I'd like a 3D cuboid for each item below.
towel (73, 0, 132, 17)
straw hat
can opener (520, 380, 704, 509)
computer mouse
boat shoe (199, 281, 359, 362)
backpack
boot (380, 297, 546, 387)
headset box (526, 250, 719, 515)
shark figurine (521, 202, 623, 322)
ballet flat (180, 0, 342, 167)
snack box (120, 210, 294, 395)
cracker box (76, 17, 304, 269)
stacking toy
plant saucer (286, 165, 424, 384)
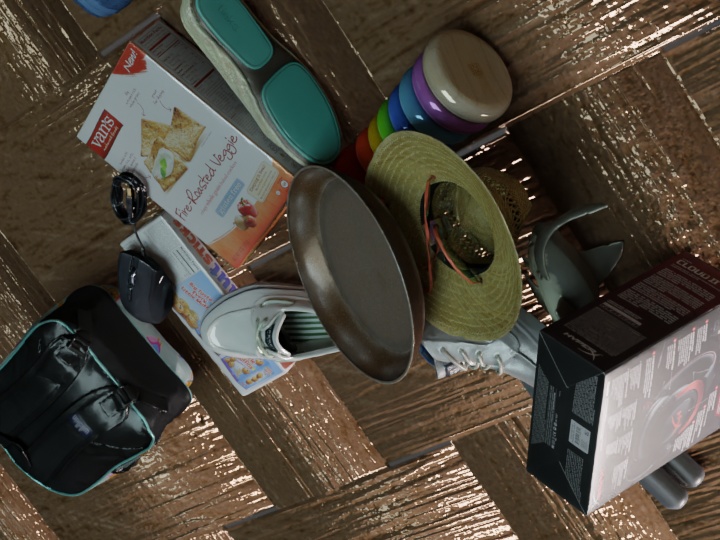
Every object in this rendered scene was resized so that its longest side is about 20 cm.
[{"bbox_3d":[-0.204,-0.306,1.434,0.112,0.049,0.199,48,130,-9],"label":"towel"},{"bbox_3d":[0.094,-0.044,1.374,0.201,0.085,0.203,38,143,36],"label":"straw hat"},{"bbox_3d":[0.222,0.136,1.508,0.200,0.053,0.067,43,163,-4],"label":"can opener"},{"bbox_3d":[-0.218,-0.016,1.598,0.058,0.034,0.201,28,144,27],"label":"computer mouse"},{"bbox_3d":[-0.073,0.050,1.572,0.198,0.067,0.074,-13,110,24],"label":"boat shoe"},{"bbox_3d":[-0.283,0.126,1.699,0.176,0.153,0.200,47,121,-4],"label":"backpack"},{"bbox_3d":[0.106,0.070,1.448,0.200,0.095,0.074,45,164,23],"label":"boot"},{"bbox_3d":[0.235,0.087,1.366,0.075,0.199,0.150,34,137,38],"label":"headset box"},{"bbox_3d":[0.184,-0.007,1.396,0.089,0.129,0.215,-27,137,-2],"label":"shark figurine"},{"bbox_3d":[-0.087,-0.172,1.463,0.201,0.067,0.062,54,157,-9],"label":"ballet flat"},{"bbox_3d":[-0.152,0.032,1.648,0.072,0.024,0.201,-29,104,39],"label":"snack box"},{"bbox_3d":[-0.150,-0.115,1.526,0.199,0.058,0.134,39,131,1],"label":"cracker box"},{"bbox_3d":[0.041,-0.116,1.412,0.085,0.086,0.200,43,136,-4],"label":"stacking toy"},{"bbox_3d":[0.000,0.000,1.436,0.200,0.032,0.202,45,147,40],"label":"plant saucer"}]
